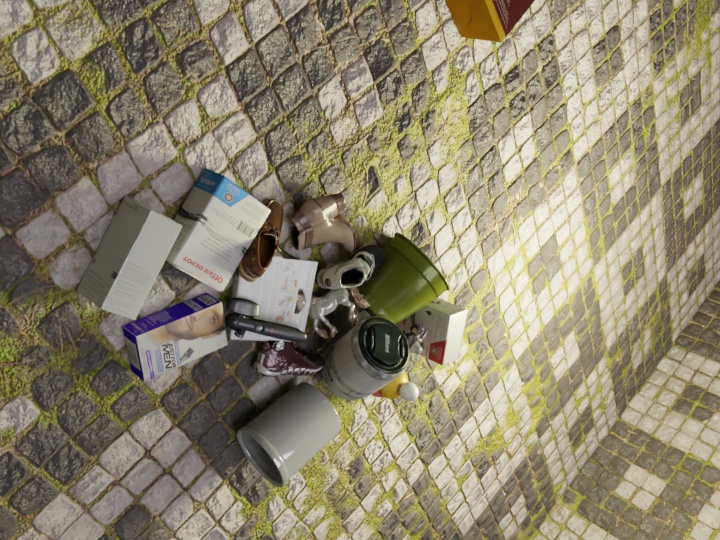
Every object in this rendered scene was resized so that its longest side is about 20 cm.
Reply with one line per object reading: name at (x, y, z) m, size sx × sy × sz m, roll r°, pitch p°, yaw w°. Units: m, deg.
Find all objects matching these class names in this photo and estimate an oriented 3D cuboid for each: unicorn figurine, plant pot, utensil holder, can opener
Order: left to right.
can opener at (-0.205, 0.123, 1.590) m, size 0.199 × 0.063 × 0.079 m, roll 22°, pitch 98°, yaw -27°
utensil holder at (-0.170, 0.390, 1.764) m, size 0.200 × 0.169 × 0.171 m, roll -38°, pitch 131°, yaw -30°
unicorn figurine at (-0.085, 0.091, 1.758) m, size 0.199 × 0.074 × 0.138 m, roll -31°, pitch 94°, yaw -31°
plant pot at (0.090, 0.041, 1.864) m, size 0.193 × 0.200 × 0.201 m, roll -43°, pitch 135°, yaw -5°

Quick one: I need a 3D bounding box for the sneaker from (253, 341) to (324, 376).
sneaker at (-0.159, 0.188, 1.750) m, size 0.199 × 0.075 × 0.116 m, roll 0°, pitch 105°, yaw -44°

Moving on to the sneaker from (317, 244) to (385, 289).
sneaker at (0.000, 0.000, 1.743) m, size 0.199 × 0.088 × 0.075 m, roll -29°, pitch 116°, yaw -34°

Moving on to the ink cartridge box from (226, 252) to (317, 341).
ink cartridge box at (-0.199, 0.059, 1.630) m, size 0.173 × 0.044 × 0.201 m, roll 5°, pitch 105°, yaw -26°

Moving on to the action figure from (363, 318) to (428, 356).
action figure at (0.095, 0.174, 1.902) m, size 0.130 × 0.200 × 0.070 m, roll -36°, pitch 132°, yaw -26°

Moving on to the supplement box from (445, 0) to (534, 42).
supplement box at (0.317, -0.703, 1.770) m, size 0.200 × 0.132 × 0.197 m, roll -52°, pitch 136°, yaw -13°

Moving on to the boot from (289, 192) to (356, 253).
boot at (-0.092, -0.088, 1.703) m, size 0.146 × 0.070 × 0.201 m, roll -32°, pitch 133°, yaw -20°

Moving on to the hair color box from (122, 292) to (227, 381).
hair color box at (-0.380, 0.136, 1.511) m, size 0.199 × 0.065 × 0.110 m, roll -25°, pitch 124°, yaw -38°

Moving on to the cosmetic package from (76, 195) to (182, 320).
cosmetic package at (-0.428, -0.024, 1.354) m, size 0.081 × 0.113 × 0.201 m, roll 26°, pitch 87°, yaw -48°

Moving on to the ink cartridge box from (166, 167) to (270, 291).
ink cartridge box at (-0.298, -0.080, 1.477) m, size 0.146 × 0.084 × 0.201 m, roll 37°, pitch 81°, yaw -47°

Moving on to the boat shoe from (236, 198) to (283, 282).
boat shoe at (-0.197, -0.069, 1.547) m, size 0.072 × 0.067 × 0.201 m, roll 35°, pitch 53°, yaw -31°

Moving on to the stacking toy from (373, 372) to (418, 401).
stacking toy at (0.078, 0.297, 1.942) m, size 0.146 × 0.199 × 0.147 m, roll -21°, pitch 123°, yaw -37°

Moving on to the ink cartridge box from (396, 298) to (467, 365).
ink cartridge box at (0.174, 0.146, 1.964) m, size 0.083 × 0.199 × 0.148 m, roll -13°, pitch 117°, yaw -46°

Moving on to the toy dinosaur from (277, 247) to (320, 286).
toy dinosaur at (-0.160, 0.002, 1.687) m, size 0.200 × 0.047 × 0.088 m, roll 41°, pitch 74°, yaw -44°

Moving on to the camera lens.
camera lens at (0.014, 0.218, 1.794) m, size 0.159 × 0.161 × 0.200 m, roll -16°, pitch 162°, yaw -40°
